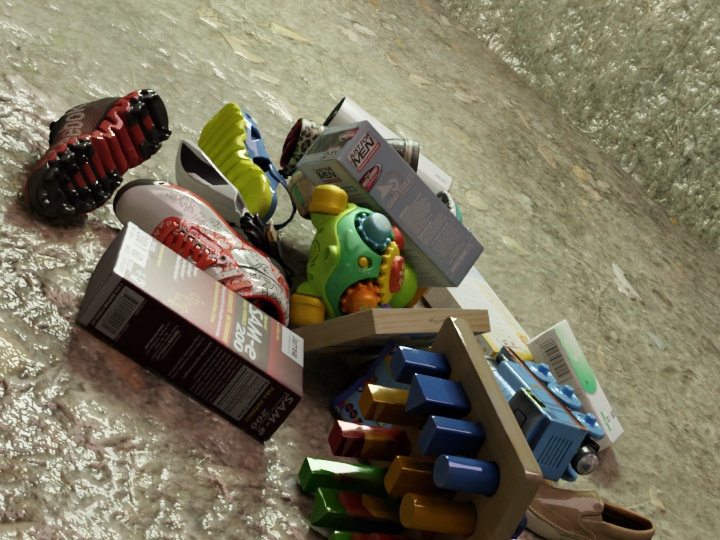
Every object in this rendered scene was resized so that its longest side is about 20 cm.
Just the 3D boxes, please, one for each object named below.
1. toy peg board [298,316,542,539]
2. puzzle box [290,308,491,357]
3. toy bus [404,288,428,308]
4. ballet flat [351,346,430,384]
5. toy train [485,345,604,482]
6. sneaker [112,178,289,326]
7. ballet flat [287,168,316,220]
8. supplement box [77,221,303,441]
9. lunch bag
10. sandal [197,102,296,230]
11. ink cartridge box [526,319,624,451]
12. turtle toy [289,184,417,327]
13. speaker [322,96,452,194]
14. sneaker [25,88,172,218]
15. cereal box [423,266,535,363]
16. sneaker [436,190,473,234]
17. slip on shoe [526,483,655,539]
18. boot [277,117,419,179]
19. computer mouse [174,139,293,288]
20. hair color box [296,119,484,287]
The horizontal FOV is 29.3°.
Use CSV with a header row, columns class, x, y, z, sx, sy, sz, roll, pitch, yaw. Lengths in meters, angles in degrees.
class,x,y,z,sx,sy,sz,roll,pitch,yaw
toy peg board,0.034,0.169,1.118,0.097,0.201,0.201,11,30,-24
puzzle box,0.024,0.064,1.386,0.199,0.132,0.026,2,76,-51
toy bus,0.025,0.004,1.623,0.078,0.065,0.199,47,21,21
ballet flat,0.067,0.108,1.461,0.199,0.072,0.068,9,48,-57
toy train,0.189,0.158,1.542,0.113,0.087,0.200,21,17,-34
sneaker,-0.149,-0.008,1.326,0.200,0.067,0.108,35,17,-22
ballet flat,0.005,-0.063,1.573,0.198,0.068,0.068,11,42,-31
supplement box,-0.144,0.053,1.214,0.199,0.061,0.109,35,20,-17
lunch bag,0.088,0.178,1.354,0.199,0.094,0.151,33,16,-47
sandal,-0.129,-0.113,1.590,0.087,0.079,0.201,30,29,-43
ink cartridge box,0.292,0.141,1.779,0.163,0.050,0.199,63,24,5
turtle toy,0.000,0.000,1.430,0.100,0.148,0.200,9,-6,14
speaker,0.031,-0.158,1.963,0.199,0.081,0.081,36,20,-10
sneaker,-0.267,-0.108,1.320,0.201,0.097,0.072,-53,133,-49
cereal box,0.149,0.058,1.772,0.143,0.040,0.201,18,28,-49
sneaker,0.117,-0.054,1.817,0.079,0.078,0.200,27,0,-2
slip on shoe,0.231,0.257,1.464,0.199,0.061,0.076,33,21,-21
boot,-0.030,-0.110,1.652,0.152,0.204,0.074,13,61,-16
computer mouse,-0.146,-0.062,1.460,0.200,0.044,0.110,45,-15,34
hair color box,0.032,-0.069,1.495,0.200,0.061,0.099,45,-21,-21
